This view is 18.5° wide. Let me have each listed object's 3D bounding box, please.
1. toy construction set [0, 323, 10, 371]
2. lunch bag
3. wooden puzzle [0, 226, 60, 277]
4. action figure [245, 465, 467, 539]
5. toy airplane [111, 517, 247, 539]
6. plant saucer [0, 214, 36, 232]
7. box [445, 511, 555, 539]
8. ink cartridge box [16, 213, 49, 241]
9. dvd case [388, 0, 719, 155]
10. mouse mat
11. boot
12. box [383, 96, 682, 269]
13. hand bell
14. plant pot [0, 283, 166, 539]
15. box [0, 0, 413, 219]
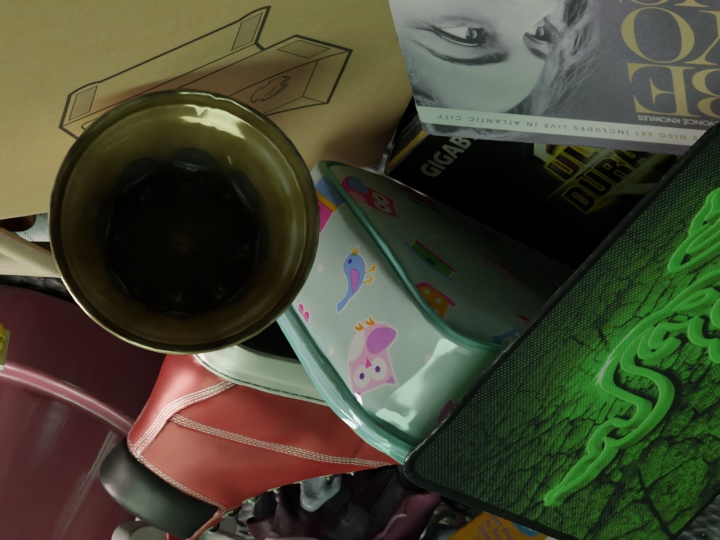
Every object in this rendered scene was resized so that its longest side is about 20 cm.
[{"bbox_3d":[-0.266,-0.009,1.138,0.199,0.132,0.092,28,150,-17],"label":"toy construction set"},{"bbox_3d":[0.054,0.034,0.967,0.200,0.077,0.160,23,-161,-40],"label":"lunch bag"},{"bbox_3d":[-0.239,-0.025,0.988,0.199,0.046,0.185,22,170,-27],"label":"wooden puzzle"},{"bbox_3d":[-0.001,0.163,1.283,0.133,0.149,0.200,14,138,-4],"label":"action figure"},{"bbox_3d":[-0.103,0.230,1.208,0.141,0.200,0.200,38,153,29],"label":"toy airplane"},{"bbox_3d":[-0.236,-0.068,0.990,0.199,0.038,0.200,17,172,3],"label":"plant saucer"},{"bbox_3d":[0.054,0.195,1.260,0.042,0.200,0.119,53,175,27],"label":"box"},{"bbox_3d":[-0.140,-0.067,1.016,0.119,0.042,0.200,41,156,11],"label":"ink cartridge box"},{"bbox_3d":[0.077,-0.108,0.784,0.148,0.016,0.200,6,147,18],"label":"dvd case"},{"bbox_3d":[0.128,0.036,0.882,0.161,0.008,0.200,24,115,-39],"label":"mouse mat"},{"bbox_3d":[-0.030,0.096,1.158,0.199,0.073,0.145,17,121,-29],"label":"boot"},{"bbox_3d":[0.122,-0.061,0.904,0.159,0.050,0.200,25,151,-15],"label":"box"},{"bbox_3d":[-0.078,0.001,0.939,0.104,0.105,0.200,20,167,-2],"label":"hand bell"},{"bbox_3d":[-0.205,0.135,1.301,0.199,0.180,0.200,16,152,9],"label":"plant pot"},{"bbox_3d":[-0.063,-0.079,0.881,0.199,0.021,0.164,-10,153,-23],"label":"box"}]
